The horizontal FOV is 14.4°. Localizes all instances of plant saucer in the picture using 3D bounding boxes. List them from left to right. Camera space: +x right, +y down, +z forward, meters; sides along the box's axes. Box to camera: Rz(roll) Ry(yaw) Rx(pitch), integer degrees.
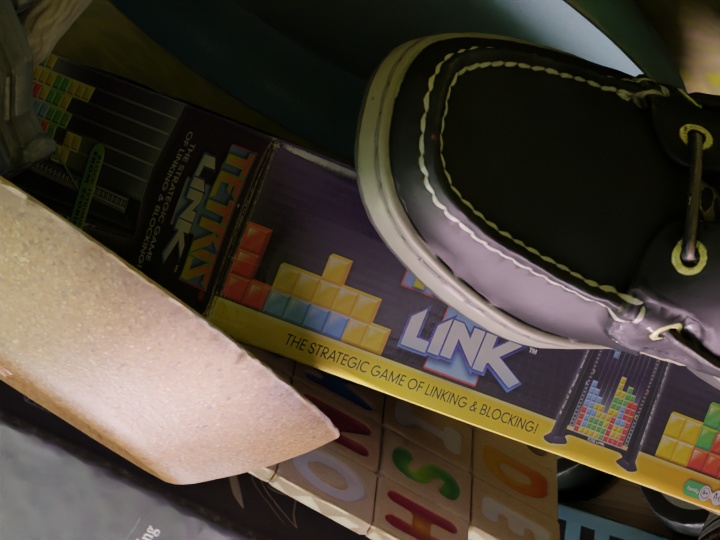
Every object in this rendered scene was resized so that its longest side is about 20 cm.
[{"bbox_3d":[-0.098,0.001,0.722,0.199,0.036,0.200,33,174,4],"label":"plant saucer"},{"bbox_3d":[0.006,-0.073,0.779,0.199,0.028,0.200,24,165,7],"label":"plant saucer"}]

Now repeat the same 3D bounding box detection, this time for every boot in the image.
[{"bbox_3d":[0.115,-0.015,0.659,0.203,0.074,0.153,22,160,-37],"label":"boot"}]

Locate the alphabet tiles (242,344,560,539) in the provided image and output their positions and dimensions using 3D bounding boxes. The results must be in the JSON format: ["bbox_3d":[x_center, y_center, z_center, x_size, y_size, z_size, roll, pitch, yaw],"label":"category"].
[{"bbox_3d":[-0.007,0.030,0.935,0.166,0.008,0.200,29,-159,-9],"label":"alphabet tiles"}]

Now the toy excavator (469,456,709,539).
[{"bbox_3d":[0.057,0.142,1.046,0.194,0.201,0.100,14,161,36],"label":"toy excavator"}]

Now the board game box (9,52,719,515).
[{"bbox_3d":[0.000,0.000,0.830,0.199,0.057,0.165,21,180,-37],"label":"board game box"}]

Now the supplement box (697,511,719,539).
[{"bbox_3d":[0.145,0.142,0.911,0.108,0.201,0.061,26,165,-1],"label":"supplement box"}]

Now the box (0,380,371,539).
[{"bbox_3d":[-0.093,0.052,0.961,0.199,0.118,0.197,28,-152,-14],"label":"box"}]

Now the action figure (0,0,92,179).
[{"bbox_3d":[-0.115,-0.132,0.705,0.193,0.104,0.201,8,121,46],"label":"action figure"}]
